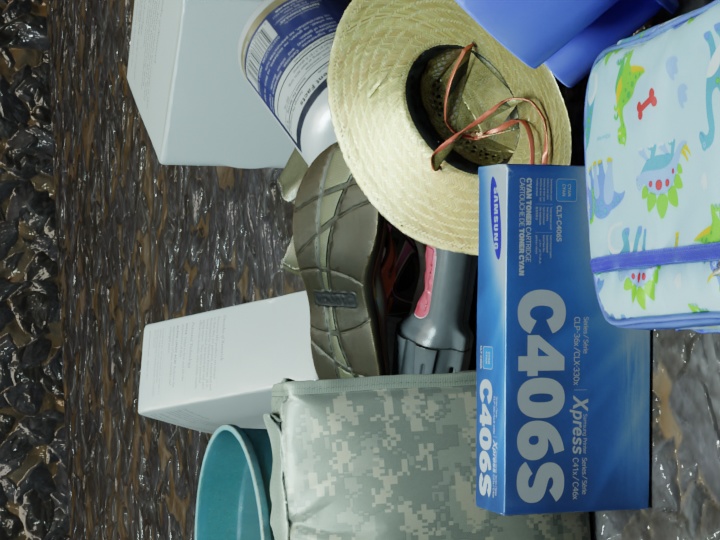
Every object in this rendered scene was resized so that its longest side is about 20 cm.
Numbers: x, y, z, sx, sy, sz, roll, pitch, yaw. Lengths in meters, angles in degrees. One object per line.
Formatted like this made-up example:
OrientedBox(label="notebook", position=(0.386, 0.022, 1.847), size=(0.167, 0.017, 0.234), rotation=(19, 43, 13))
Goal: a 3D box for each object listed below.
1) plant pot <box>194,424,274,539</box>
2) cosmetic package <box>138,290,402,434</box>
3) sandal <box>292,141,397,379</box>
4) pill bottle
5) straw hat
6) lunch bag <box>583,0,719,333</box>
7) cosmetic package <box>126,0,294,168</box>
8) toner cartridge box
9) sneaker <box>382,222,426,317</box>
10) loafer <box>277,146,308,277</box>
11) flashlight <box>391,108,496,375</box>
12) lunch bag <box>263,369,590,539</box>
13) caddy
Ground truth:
OrientedBox(label="plant pot", position=(-0.006, 0.209, 1.169), size=(0.200, 0.188, 0.200), rotation=(-179, 90, -71))
OrientedBox(label="cosmetic package", position=(-0.072, 0.078, 1.328), size=(0.200, 0.113, 0.081), rotation=(-13, 66, 35))
OrientedBox(label="sandal", position=(0.000, 0.000, 1.198), size=(0.082, 0.055, 0.200), rotation=(4, 108, 37))
OrientedBox(label="pill bottle", position=(-0.010, -0.133, 1.284), size=(0.200, 0.111, 0.111), rotation=(54, 141, 41))
OrientedBox(label="straw hat", position=(0.079, -0.109, 1.075), size=(0.201, 0.085, 0.201), rotation=(21, 123, 37))
OrientedBox(label="lunch bag", position=(0.180, -0.045, 0.799), size=(0.200, 0.082, 0.161), rotation=(176, 91, -72))
OrientedBox(label="cosmetic package", position=(-0.116, -0.211, 1.533), size=(0.200, 0.167, 0.167), rotation=(-120, 36, -55))
OrientedBox(label="toner cartridge box", position=(0.118, 0.039, 0.954), size=(0.043, 0.095, 0.200), rotation=(180, 89, -70))
OrientedBox(label="sneaker", position=(0.005, -0.036, 1.298), size=(0.200, 0.086, 0.080), rotation=(-115, 33, -53))
OrientedBox(label="loafer", position=(-0.040, -0.082, 1.425), size=(0.075, 0.070, 0.200), rotation=(-53, -33, -79))
OrientedBox(label="flashlight", position=(0.055, -0.013, 1.184), size=(0.068, 0.068, 0.200), rotation=(-92, 9, -68))
OrientedBox(label="lunch bag", position=(0.036, 0.146, 1.032), size=(0.118, 0.200, 0.164), rotation=(157, 112, -69))
OrientedBox(label="caddy", position=(0.087, -0.195, 0.893), size=(0.105, 0.141, 0.200), rotation=(-47, 71, 14))
